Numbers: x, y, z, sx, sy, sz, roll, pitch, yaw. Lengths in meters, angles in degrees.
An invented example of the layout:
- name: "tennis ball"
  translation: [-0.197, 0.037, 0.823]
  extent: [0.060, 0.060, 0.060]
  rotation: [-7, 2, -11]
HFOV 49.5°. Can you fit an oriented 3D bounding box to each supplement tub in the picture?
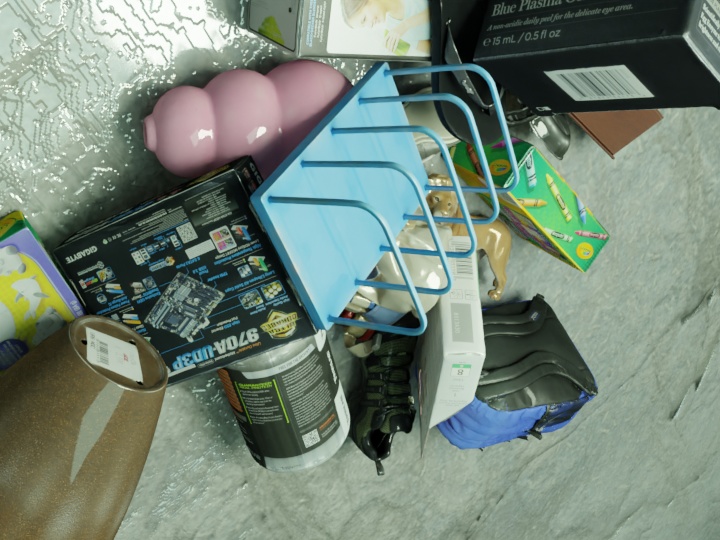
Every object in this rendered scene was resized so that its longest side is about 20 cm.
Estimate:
- name: "supplement tub"
  translation: [-0.087, 0.103, 0.824]
  extent: [0.121, 0.122, 0.203]
  rotation: [-27, 125, -19]

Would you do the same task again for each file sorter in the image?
- name: "file sorter"
  translation: [0.034, -0.063, 0.653]
  extent: [0.201, 0.121, 0.140]
  rotation: [-53, 134, -35]

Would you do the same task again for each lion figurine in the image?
- name: "lion figurine"
  translation: [0.124, -0.041, 0.930]
  extent: [0.198, 0.072, 0.124]
  rotation: [9, 109, -42]

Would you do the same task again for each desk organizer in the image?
- name: "desk organizer"
  translation: [0.269, -0.216, 0.902]
  extent: [0.077, 0.073, 0.199]
  rotation: [-37, 142, 25]

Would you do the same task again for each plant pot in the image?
- name: "plant pot"
  translation: [-0.256, 0.145, 0.668]
  extent: [0.185, 0.188, 0.201]
  rotation: [26, 109, -39]

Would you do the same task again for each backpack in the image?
- name: "backpack"
  translation: [0.169, 0.146, 0.988]
  extent: [0.197, 0.164, 0.169]
  rotation: [-4, 138, -35]

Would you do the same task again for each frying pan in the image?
- name: "frying pan"
  translation: [0.187, -0.186, 0.861]
  extent: [0.031, 0.117, 0.189]
  rotation: [-28, 155, 27]

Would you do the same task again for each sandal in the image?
- name: "sandal"
  translation: [0.099, -0.198, 0.704]
  extent: [0.075, 0.043, 0.203]
  rotation: [-30, 128, -17]

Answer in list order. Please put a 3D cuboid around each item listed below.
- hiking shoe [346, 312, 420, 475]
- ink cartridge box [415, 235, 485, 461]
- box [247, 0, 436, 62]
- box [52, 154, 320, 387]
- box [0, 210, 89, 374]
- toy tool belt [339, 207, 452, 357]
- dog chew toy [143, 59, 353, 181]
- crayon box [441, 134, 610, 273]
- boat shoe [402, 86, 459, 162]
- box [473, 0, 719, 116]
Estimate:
- name: "hiking shoe"
  translation: [0.041, 0.142, 0.930]
  extent: [0.075, 0.101, 0.203]
  rotation: [-4, 123, -33]
- name: "ink cartridge box"
  translation: [0.095, 0.090, 0.861]
  extent: [0.049, 0.163, 0.202]
  rotation: [2, 136, 0]
- name: "box"
  translation: [0.006, -0.237, 0.725]
  extent: [0.197, 0.116, 0.061]
  rotation: [-7, 119, -32]
- name: "box"
  translation: [-0.150, 0.010, 0.694]
  extent: [0.197, 0.046, 0.161]
  rotation: [-21, 109, 18]
- name: "box"
  translation: [-0.350, 0.051, 0.676]
  extent: [0.198, 0.048, 0.119]
  rotation: [-34, 127, -13]
- name: "toy tool belt"
  translation: [0.000, 0.000, 0.834]
  extent: [0.121, 0.200, 0.127]
  rotation: [27, 53, -17]
- name: "dog chew toy"
  translation: [-0.096, -0.127, 0.713]
  extent: [0.196, 0.125, 0.127]
  rotation: [-6, 116, -21]
- name: "crayon box"
  translation: [0.197, -0.086, 0.920]
  extent: [0.199, 0.119, 0.059]
  rotation: [37, 91, -40]
- name: "boat shoe"
  translation: [0.047, -0.144, 0.843]
  extent: [0.198, 0.057, 0.068]
  rotation: [-29, 90, -23]
- name: "box"
  translation: [0.220, -0.246, 0.644]
  extent: [0.116, 0.195, 0.204]
  rotation: [23, 81, -41]
